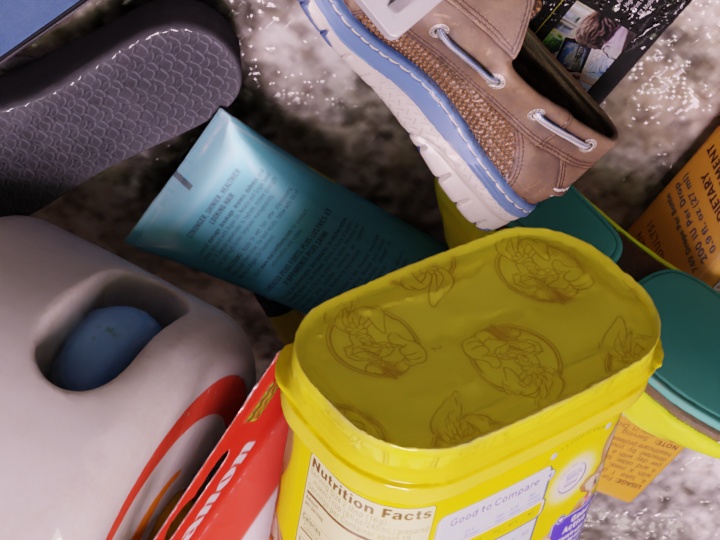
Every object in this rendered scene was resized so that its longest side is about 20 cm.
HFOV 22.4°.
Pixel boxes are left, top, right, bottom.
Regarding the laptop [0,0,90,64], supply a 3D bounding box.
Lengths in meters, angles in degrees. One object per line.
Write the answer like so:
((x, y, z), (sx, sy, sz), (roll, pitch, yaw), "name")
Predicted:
((-0.171, -0.180, 0.622), (0.187, 0.116, 0.200), (-30, 125, 23), "laptop")

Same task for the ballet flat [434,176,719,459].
((0.105, 0.019, 0.774), (0.067, 0.200, 0.067), (-31, 152, -30), "ballet flat")

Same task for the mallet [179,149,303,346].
((-0.025, 0.020, 0.856), (0.066, 0.041, 0.201), (-13, 126, 7), "mallet")

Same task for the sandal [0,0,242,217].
((-0.143, -0.065, 0.779), (0.199, 0.043, 0.076), (-19, 138, 10), "sandal")

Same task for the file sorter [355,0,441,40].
((0.004, -0.191, 0.530), (0.139, 0.125, 0.200), (-40, 97, -1), "file sorter")

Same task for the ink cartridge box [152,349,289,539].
((-0.032, 0.110, 0.770), (0.050, 0.200, 0.163), (35, 95, 12), "ink cartridge box")

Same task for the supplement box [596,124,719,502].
((0.147, 0.018, 0.826), (0.069, 0.067, 0.200), (16, 130, -24), "supplement box")

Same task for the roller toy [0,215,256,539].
((-0.132, 0.084, 0.771), (0.139, 0.201, 0.182), (26, 169, 13), "roller toy")

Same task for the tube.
((0.000, 0.000, 0.815), (0.200, 0.050, 0.078), (26, 112, -26), "tube")

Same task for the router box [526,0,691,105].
((0.077, -0.161, 0.682), (0.149, 0.051, 0.200), (27, 126, -20), "router box")

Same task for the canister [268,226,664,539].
((0.029, 0.097, 0.729), (0.148, 0.087, 0.201), (-22, 140, -33), "canister")

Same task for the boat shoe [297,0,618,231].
((0.029, -0.101, 0.661), (0.072, 0.072, 0.200), (-26, 133, 18), "boat shoe")
